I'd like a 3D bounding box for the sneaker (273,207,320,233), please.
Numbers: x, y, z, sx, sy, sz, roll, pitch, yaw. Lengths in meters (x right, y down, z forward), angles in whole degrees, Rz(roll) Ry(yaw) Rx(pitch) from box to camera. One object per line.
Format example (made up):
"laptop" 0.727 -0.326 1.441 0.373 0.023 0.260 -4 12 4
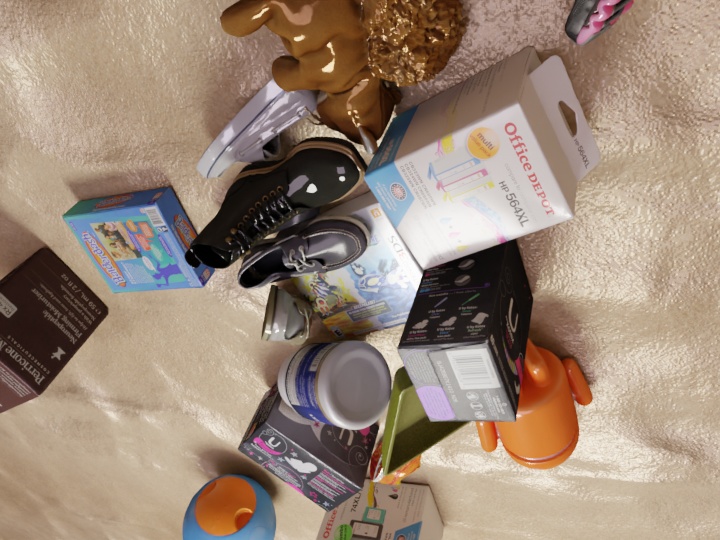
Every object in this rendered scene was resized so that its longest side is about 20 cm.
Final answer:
"sneaker" -0.133 -0.088 0.808 0.196 0.071 0.085 -17 97 32

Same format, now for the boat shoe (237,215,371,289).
"boat shoe" -0.076 -0.013 0.771 0.195 0.063 0.074 -12 120 31

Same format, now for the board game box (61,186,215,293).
"board game box" -0.339 -0.041 0.935 0.194 0.045 0.155 -3 127 25

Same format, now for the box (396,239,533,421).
"box" 0.130 0.057 0.705 0.103 0.202 0.124 -8 126 28

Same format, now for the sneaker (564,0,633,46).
"sneaker" 0.202 -0.289 0.486 0.094 0.078 0.203 36 137 22

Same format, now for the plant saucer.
"plant saucer" 0.107 0.171 0.852 0.048 0.196 0.204 44 144 35

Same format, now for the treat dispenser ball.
"treat dispenser ball" -0.276 0.540 1.288 0.195 0.203 0.205 12 132 13

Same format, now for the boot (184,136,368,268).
"boot" -0.091 -0.061 0.654 0.196 0.140 0.078 -13 126 42

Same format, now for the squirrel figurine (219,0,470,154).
"squirrel figurine" 0.002 -0.210 0.586 0.195 0.144 0.189 -4 133 29

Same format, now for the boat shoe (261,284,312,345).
"boat shoe" -0.099 0.064 0.852 0.066 0.077 0.200 13 178 -4

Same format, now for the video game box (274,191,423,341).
"video game box" 0.000 0.000 0.823 0.196 0.047 0.184 -18 117 35

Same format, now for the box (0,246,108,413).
"box" -0.587 0.104 1.059 0.161 0.202 0.167 -21 119 35

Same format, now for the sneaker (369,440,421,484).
"sneaker" 0.078 0.304 1.041 0.075 0.075 0.202 11 140 -16

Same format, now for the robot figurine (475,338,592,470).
"robot figurine" 0.235 0.186 0.827 0.115 0.144 0.203 10 136 42

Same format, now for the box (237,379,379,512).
"box" -0.083 0.285 1.037 0.198 0.134 0.115 38 129 -11

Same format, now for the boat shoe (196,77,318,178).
"boat shoe" -0.125 -0.157 0.725 0.066 0.074 0.198 46 132 -13

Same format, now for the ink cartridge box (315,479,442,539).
"ink cartridge box" 0.040 0.506 1.160 0.194 0.148 0.149 -3 128 24

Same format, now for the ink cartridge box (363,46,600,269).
"ink cartridge box" 0.127 -0.114 0.615 0.196 0.127 0.130 -20 119 35

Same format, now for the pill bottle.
"pill bottle" -0.047 0.164 0.896 0.116 0.117 0.199 44 156 -16
